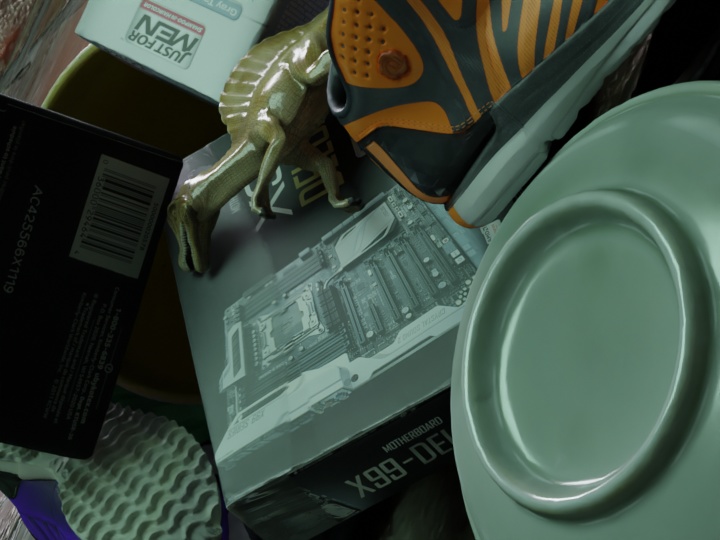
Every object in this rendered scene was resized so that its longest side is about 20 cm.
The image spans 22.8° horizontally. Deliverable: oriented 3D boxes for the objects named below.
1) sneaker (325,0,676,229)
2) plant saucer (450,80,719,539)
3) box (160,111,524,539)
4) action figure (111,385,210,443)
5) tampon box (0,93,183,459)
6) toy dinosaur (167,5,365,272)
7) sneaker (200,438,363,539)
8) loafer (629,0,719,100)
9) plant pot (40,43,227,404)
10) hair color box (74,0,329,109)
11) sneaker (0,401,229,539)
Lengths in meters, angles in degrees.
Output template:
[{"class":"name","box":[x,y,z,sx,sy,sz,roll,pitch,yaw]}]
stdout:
[{"class":"sneaker","box":[0.056,-0.119,0.655,0.200,0.112,0.078,-52,5,17]},{"class":"plant saucer","box":[0.085,0.030,0.591,0.199,0.050,0.202,-22,61,47]},{"class":"box","box":[0.000,0.000,0.774,0.157,0.050,0.201,-29,46,12]},{"class":"action figure","box":[-0.127,0.082,1.031,0.200,0.054,0.119,-15,-67,-61]},{"class":"tampon box","box":[-0.204,-0.013,0.853,0.199,0.126,0.151,16,88,53]},{"class":"toy dinosaur","box":[-0.016,-0.085,0.773,0.101,0.058,0.201,23,72,43]},{"class":"sneaker","box":[-0.032,0.080,0.868,0.129,0.079,0.201,20,93,62]},{"class":"loafer","box":[0.146,-0.116,0.695,0.072,0.063,0.201,-36,33,53]},{"class":"plant pot","box":[-0.064,-0.035,0.972,0.201,0.200,0.142,-57,-17,14]},{"class":"hair color box","box":[-0.044,-0.178,0.858,0.099,0.061,0.201,26,91,26]},{"class":"sneaker","box":[-0.111,0.120,0.854,0.069,0.100,0.200,-37,32,-21]}]
